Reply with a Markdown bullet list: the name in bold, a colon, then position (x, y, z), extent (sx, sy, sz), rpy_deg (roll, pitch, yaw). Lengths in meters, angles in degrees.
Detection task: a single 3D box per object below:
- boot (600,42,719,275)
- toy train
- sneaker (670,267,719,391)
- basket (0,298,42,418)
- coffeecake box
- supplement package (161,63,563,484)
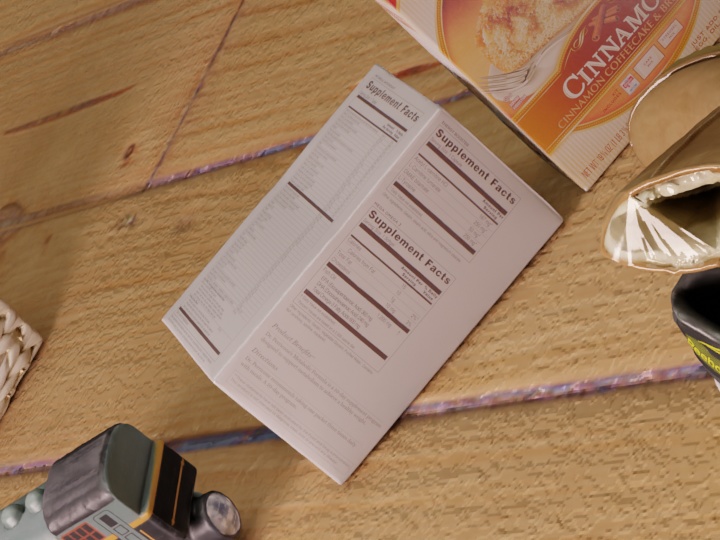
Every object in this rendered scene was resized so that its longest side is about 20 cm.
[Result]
- **boot**: position (0.167, -0.056, 1.202), extent (0.175, 0.066, 0.200), rpy_deg (-23, 11, 40)
- **toy train**: position (-0.165, 0.168, 1.449), extent (0.199, 0.114, 0.086), rpy_deg (-31, 32, 31)
- **sneaker**: position (0.217, 0.024, 1.094), extent (0.199, 0.084, 0.075), rpy_deg (-16, 44, 49)
- **basket**: position (-0.342, 0.091, 1.798), extent (0.135, 0.123, 0.201), rpy_deg (-5, 51, 53)
- **coffeecake box**: position (0.101, -0.171, 1.384), extent (0.154, 0.200, 0.073), rpy_deg (-49, 27, 2)
- **supplement package**: position (0.000, 0.000, 1.419), extent (0.200, 0.109, 0.114), rpy_deg (-49, 27, 1)
